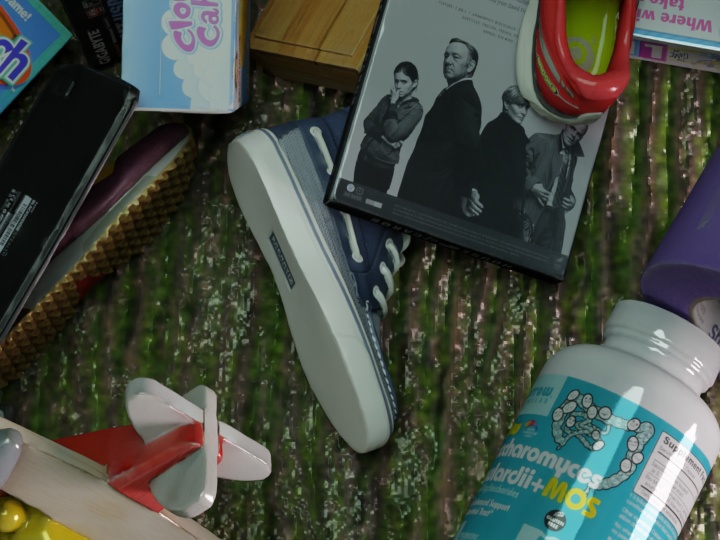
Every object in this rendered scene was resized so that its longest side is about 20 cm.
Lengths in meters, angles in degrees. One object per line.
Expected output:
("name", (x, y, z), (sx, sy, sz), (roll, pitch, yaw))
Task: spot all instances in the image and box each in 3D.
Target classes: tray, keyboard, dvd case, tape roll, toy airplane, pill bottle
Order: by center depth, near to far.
("toy airplane", (-0.144, 0.137, 1.332), (0.198, 0.200, 0.142), (12, 62, 6))
("tape roll", (0.258, 0.020, 1.346), (0.199, 0.200, 0.085), (29, 76, 12))
("pill bottle", (0.128, 0.119, 1.368), (0.110, 0.111, 0.201), (25, 74, 11))
("keyboard", (-0.192, -0.023, 1.394), (0.104, 0.040, 0.201), (28, 85, 44))
("dvd case", (0.075, -0.111, 1.440), (0.149, 0.025, 0.202), (19, 79, -13))
("tray", (0.017, -0.204, 1.499), (0.098, 0.037, 0.201), (15, 69, 42))

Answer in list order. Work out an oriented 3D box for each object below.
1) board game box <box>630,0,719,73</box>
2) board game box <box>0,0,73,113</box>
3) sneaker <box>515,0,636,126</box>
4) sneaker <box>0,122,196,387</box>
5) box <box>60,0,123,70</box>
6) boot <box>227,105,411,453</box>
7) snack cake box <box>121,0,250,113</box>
("board game box", (0.168, -0.199, 1.512), (0.198, 0.034, 0.136), (11, 72, 7))
("board game box", (-0.293, -0.122, 1.471), (0.152, 0.045, 0.200), (45, 77, -18))
("sneaker", (0.134, -0.184, 1.406), (0.076, 0.085, 0.202), (-1, 85, -16))
("sneaker", (-0.185, -0.028, 1.456), (0.090, 0.075, 0.200), (40, 76, 14))
("box", (-0.185, -0.247, 1.464), (0.049, 0.199, 0.201), (-18, 72, -4))
("boot", (0.000, 0.000, 1.440), (0.090, 0.073, 0.201), (-18, 81, -23))
("snack cake box", (-0.098, -0.194, 1.426), (0.067, 0.115, 0.202), (2, 97, 0))
